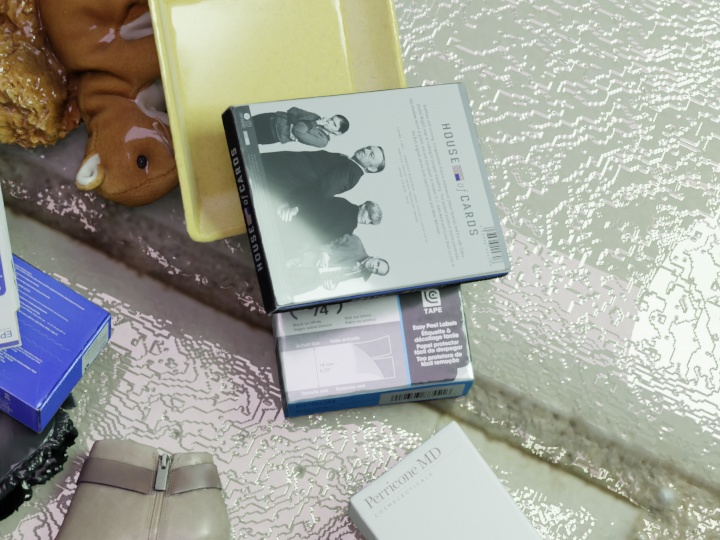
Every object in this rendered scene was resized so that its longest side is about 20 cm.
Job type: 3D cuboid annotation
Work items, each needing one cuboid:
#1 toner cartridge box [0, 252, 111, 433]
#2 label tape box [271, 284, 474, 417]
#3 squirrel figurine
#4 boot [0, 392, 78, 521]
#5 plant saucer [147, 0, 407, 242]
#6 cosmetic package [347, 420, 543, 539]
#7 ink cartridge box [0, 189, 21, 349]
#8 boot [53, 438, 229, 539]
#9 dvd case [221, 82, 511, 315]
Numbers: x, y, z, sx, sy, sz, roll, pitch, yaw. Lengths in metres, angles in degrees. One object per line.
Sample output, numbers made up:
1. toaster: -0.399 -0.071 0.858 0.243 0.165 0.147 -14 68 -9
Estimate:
1. toner cartridge box: -0.289 0.025 1.534 0.199 0.043 0.095 31 62 9
2. label tape box: 0.000 0.000 1.586 0.143 0.063 0.202 -7 77 -3
3. squirrel figurine: -0.201 -0.141 1.599 0.198 0.141 0.189 -1 86 13
4. boot: -0.318 0.125 1.543 0.162 0.073 0.198 43 73 13
5. plant saucer: -0.063 -0.139 1.546 0.199 0.048 0.202 -14 102 -28
6. cosmetic package: 0.088 0.223 1.528 0.101 0.071 0.201 -36 79 -9
7. ink cartridge box: -0.302 -0.023 1.502 0.098 0.039 0.202 -10 68 -5
8. boot: -0.196 0.197 1.538 0.198 0.070 0.148 4 70 -1
9. dvd case: 0.006 -0.055 1.526 0.198 0.025 0.152 -8 79 -29
